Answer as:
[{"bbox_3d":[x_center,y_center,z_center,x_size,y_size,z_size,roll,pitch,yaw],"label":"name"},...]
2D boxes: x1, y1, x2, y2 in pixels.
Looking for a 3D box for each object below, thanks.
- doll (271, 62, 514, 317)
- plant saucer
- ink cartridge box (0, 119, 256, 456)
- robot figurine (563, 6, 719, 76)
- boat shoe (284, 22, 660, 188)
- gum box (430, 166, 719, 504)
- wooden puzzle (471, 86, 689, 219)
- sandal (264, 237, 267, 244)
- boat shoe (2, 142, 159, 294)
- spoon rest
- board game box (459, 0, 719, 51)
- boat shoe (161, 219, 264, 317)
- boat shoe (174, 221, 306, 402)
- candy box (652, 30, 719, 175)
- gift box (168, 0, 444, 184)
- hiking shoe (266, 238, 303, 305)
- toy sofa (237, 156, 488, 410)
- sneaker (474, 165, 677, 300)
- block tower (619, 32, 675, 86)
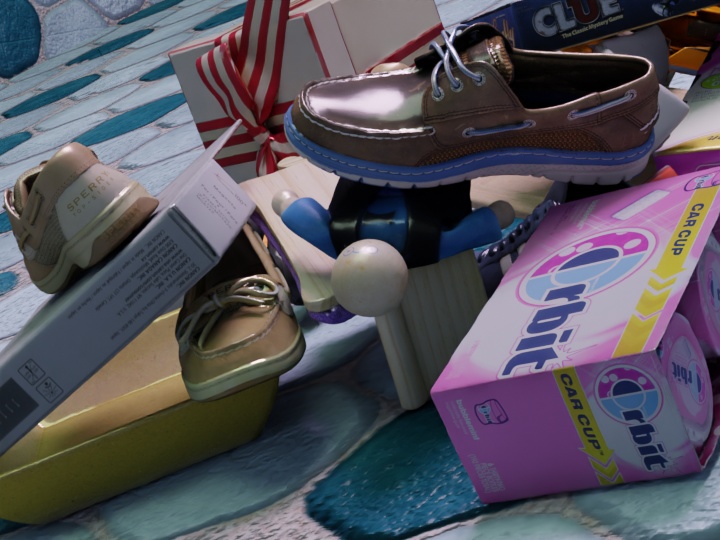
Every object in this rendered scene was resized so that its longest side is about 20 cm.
[{"bbox_3d":[0.017,-0.042,0.980,0.136,0.049,0.200,0,38,12],"label":"doll"},{"bbox_3d":[-0.137,0.084,1.095,0.199,0.049,0.200,-21,15,1],"label":"plant saucer"},{"bbox_3d":[-0.142,0.010,1.054,0.200,0.044,0.174,-41,8,21],"label":"ink cartridge box"},{"bbox_3d":[0.210,-0.171,1.279,0.199,0.059,0.145,13,15,3],"label":"robot figurine"},{"bbox_3d":[0.060,-0.092,0.947,0.199,0.073,0.072,-2,43,-11],"label":"boat shoe"},{"bbox_3d":[0.127,0.024,0.876,0.113,0.066,0.200,-14,23,31],"label":"gum box"},{"bbox_3d":[0.177,-0.068,1.164,0.185,0.037,0.200,-31,32,-29],"label":"wooden puzzle"},{"bbox_3d":[-0.118,-0.011,1.363,0.206,0.059,0.079,-32,18,-33],"label":"sandal"},{"bbox_3d":[-0.169,-0.036,1.042,0.071,0.065,0.200,-47,10,-20],"label":"boat shoe"},{"bbox_3d":[0.153,-0.109,1.088,0.099,0.061,0.200,-46,5,7],"label":"spoon rest"},{"bbox_3d":[0.170,-0.165,1.091,0.199,0.035,0.135,-17,5,-9],"label":"board game box"},{"bbox_3d":[-0.143,0.018,1.237,0.200,0.070,0.066,-42,-10,24],"label":"boat shoe"},{"bbox_3d":[-0.073,0.018,1.023,0.073,0.063,0.201,-20,15,6],"label":"boat shoe"},{"bbox_3d":[0.264,-0.095,1.059,0.136,0.061,0.200,-4,29,28],"label":"candy box"},{"bbox_3d":[-0.027,-0.149,1.473,0.199,0.185,0.187,-15,14,45],"label":"gift box"},{"bbox_3d":[0.011,-0.040,1.254,0.100,0.076,0.200,-15,16,35],"label":"hiking shoe"},{"bbox_3d":[0.000,0.000,1.055,0.097,0.083,0.200,-22,28,-9],"label":"toy sofa"},{"bbox_3d":[0.116,-0.023,1.040,0.199,0.085,0.075,-6,22,46],"label":"sneaker"},{"bbox_3d":[0.162,-0.119,1.318,0.200,0.058,0.054,-35,-23,-43],"label":"block tower"}]
